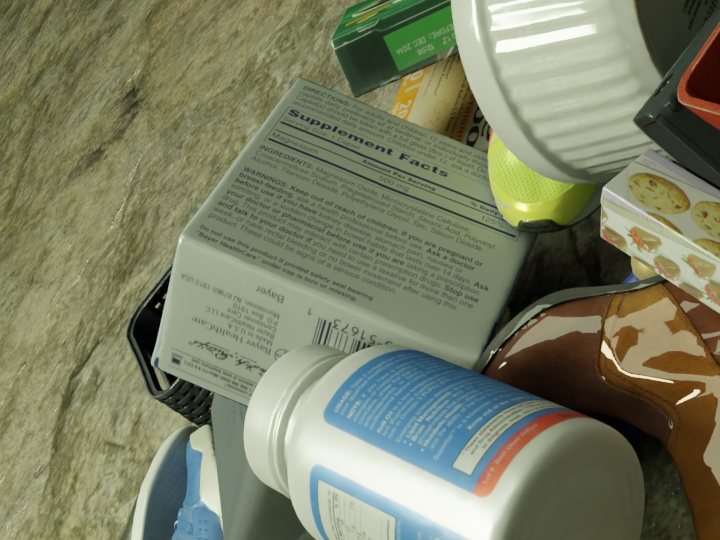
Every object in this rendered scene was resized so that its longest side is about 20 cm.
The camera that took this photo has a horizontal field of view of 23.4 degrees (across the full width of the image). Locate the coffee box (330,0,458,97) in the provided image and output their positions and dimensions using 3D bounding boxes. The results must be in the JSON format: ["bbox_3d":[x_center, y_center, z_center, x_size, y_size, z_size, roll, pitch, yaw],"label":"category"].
[{"bbox_3d":[0.046,-0.171,1.177,0.122,0.044,0.200,-23,12,7],"label":"coffee box"}]

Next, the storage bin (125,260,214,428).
[{"bbox_3d":[-0.071,0.018,1.293,0.200,0.093,0.135,-51,29,8],"label":"storage bin"}]

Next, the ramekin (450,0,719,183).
[{"bbox_3d":[0.151,-0.151,0.951,0.104,0.200,0.202,-3,57,45],"label":"ramekin"}]

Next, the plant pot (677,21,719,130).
[{"bbox_3d":[0.301,-0.092,0.768,0.201,0.176,0.200,-55,28,-1],"label":"plant pot"}]

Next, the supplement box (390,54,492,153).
[{"bbox_3d":[0.103,-0.107,1.184,0.199,0.073,0.127,-14,48,50],"label":"supplement box"}]

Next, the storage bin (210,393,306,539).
[{"bbox_3d":[-0.030,0.095,1.129,0.201,0.144,0.135,-103,28,-53],"label":"storage bin"}]

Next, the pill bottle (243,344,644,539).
[{"bbox_3d":[0.034,0.101,0.868,0.199,0.112,0.113,21,76,45],"label":"pill bottle"}]

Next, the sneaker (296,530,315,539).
[{"bbox_3d":[0.012,0.197,0.999,0.199,0.075,0.080,-2,60,56],"label":"sneaker"}]

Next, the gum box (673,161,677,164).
[{"bbox_3d":[0.258,-0.106,0.983,0.201,0.044,0.169,-59,29,-9],"label":"gum box"}]

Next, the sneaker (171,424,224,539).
[{"bbox_3d":[-0.120,0.195,1.180,0.111,0.077,0.201,-30,39,6],"label":"sneaker"}]

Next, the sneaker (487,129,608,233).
[{"bbox_3d":[0.111,-0.116,1.032,0.077,0.091,0.202,0,59,18],"label":"sneaker"}]

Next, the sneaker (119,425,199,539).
[{"bbox_3d":[-0.166,0.207,1.255,0.099,0.071,0.202,-15,51,42],"label":"sneaker"}]

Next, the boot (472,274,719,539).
[{"bbox_3d":[0.156,0.093,0.874,0.187,0.069,0.201,-28,50,9],"label":"boot"}]

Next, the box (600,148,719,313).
[{"bbox_3d":[0.203,0.009,0.838,0.041,0.039,0.199,-38,56,-24],"label":"box"}]

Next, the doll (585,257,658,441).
[{"bbox_3d":[0.119,0.085,0.982,0.201,0.048,0.136,-53,41,3],"label":"doll"}]

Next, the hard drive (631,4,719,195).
[{"bbox_3d":[0.251,-0.109,0.878,0.201,0.139,0.033,-51,5,-8],"label":"hard drive"}]

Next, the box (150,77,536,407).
[{"bbox_3d":[0.000,0.000,1.046,0.200,0.182,0.106,-59,-11,-51],"label":"box"}]
